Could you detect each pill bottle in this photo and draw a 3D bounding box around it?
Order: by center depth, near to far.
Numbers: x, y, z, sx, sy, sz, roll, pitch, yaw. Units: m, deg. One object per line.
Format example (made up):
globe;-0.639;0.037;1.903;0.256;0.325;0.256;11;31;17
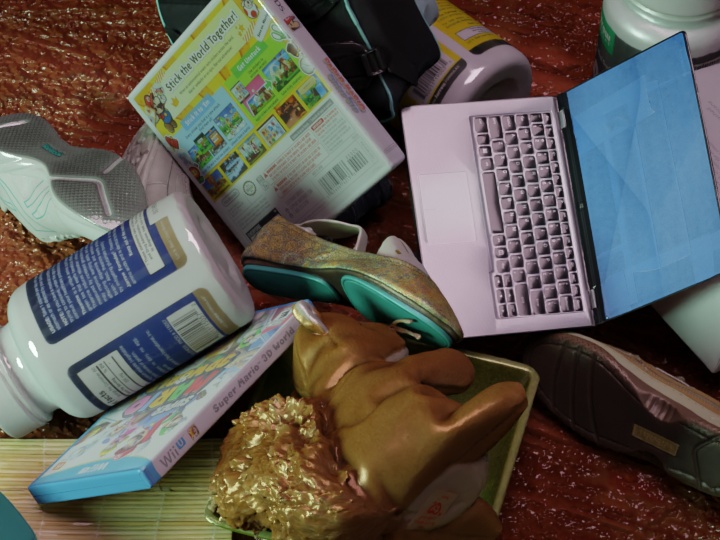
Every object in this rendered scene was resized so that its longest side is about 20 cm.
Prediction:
pill bottle;-0.187;0.038;1.434;0.199;0.111;0.111;-31;54;4
pill bottle;0.249;-0.186;1.597;0.112;0.201;0.114;1;50;-1
pill bottle;0.039;-0.183;1.648;0.112;0.113;0.200;-36;60;-27

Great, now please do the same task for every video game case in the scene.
video game case;-0.133;0.093;1.404;0.143;0.018;0.200;-14;25;47
video game case;-0.076;-0.110;1.489;0.182;0.200;0.023;52;51;0

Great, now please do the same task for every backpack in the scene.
backpack;-0.051;-0.205;1.528;0.199;0.176;0.154;-9;35;36

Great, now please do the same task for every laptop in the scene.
laptop;0.144;-0.061;1.431;0.199;0.116;0.188;-4;71;-9

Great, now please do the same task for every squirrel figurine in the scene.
squirrel figurine;-0.012;0.106;1.334;0.199;0.142;0.187;-22;48;-21

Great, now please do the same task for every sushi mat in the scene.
sushi mat;-0.189;0.163;1.420;0.199;0.012;0.096;1;49;-1

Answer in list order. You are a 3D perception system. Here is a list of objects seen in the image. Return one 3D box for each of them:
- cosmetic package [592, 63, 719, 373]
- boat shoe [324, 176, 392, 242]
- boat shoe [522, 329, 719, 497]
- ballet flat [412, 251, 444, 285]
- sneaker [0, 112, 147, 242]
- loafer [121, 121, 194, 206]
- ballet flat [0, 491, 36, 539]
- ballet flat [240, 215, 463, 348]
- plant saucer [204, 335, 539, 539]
cosmetic package;0.300;-0.052;1.519;0.199;0.123;0.200;-16;51;-31
boat shoe;-0.067;-0.098;1.609;0.091;0.071;0.200;-32;63;-29
boat shoe;0.215;0.101;1.456;0.200;0.072;0.076;33;31;24
ballet flat;0.090;-0.002;1.521;0.199;0.073;0.073;-15;51;-31
sneaker;-0.228;-0.057;1.540;0.070;0.081;0.200;-27;39;-30
loafer;-0.161;-0.046;1.568;0.070;0.070;0.201;27;45;-25
ballet flat;-0.241;0.213;1.341;0.200;0.063;0.067;41;17;25
ballet flat;0.000;0.000;1.436;0.199;0.071;0.071;16;49;35
plant saucer;0.012;0.137;1.423;0.199;0.048;0.201;13;52;10
